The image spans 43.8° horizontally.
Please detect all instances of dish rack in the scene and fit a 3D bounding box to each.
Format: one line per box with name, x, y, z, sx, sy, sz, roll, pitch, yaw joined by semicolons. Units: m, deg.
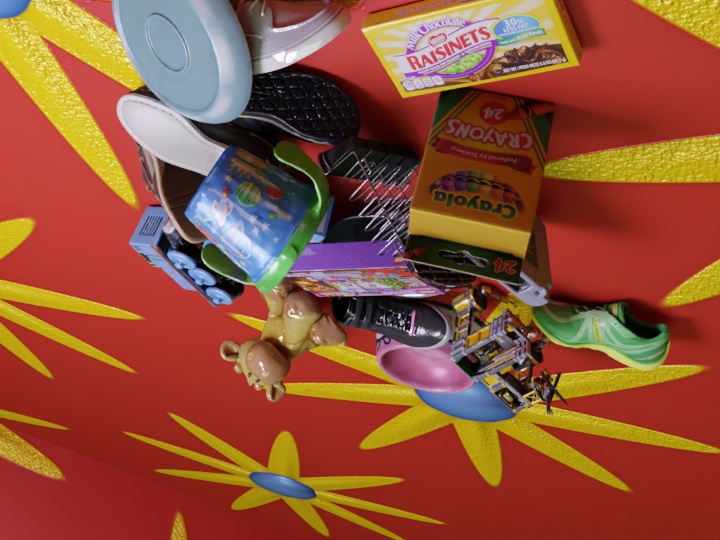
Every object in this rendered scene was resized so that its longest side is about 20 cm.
dish rack;0.050;-0.060;1.002;0.054;0.202;0.152;-39;157;31

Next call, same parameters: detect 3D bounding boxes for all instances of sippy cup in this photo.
sippy cup;-0.120;-0.066;1.006;0.130;0.179;0.140;35;-175;-12

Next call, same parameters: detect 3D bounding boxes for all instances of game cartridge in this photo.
game cartridge;0.151;-0.059;1.036;0.041;0.135;0.199;-25;133;36

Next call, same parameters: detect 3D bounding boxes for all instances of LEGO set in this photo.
LEGO set;0.221;0.101;1.265;0.115;0.154;0.200;-32;109;35

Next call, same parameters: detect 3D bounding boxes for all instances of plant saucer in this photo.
plant saucer;-0.193;-0.238;0.924;0.199;0.027;0.202;29;140;27
plant saucer;0.047;-0.031;1.239;0.198;0.039;0.202;13;151;7

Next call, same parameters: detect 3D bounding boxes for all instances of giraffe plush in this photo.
giraffe plush;-0.128;0.110;1.393;0.172;0.162;0.200;43;172;14

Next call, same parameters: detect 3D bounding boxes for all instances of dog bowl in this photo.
dog bowl;0.112;0.131;1.446;0.197;0.075;0.201;12;150;7

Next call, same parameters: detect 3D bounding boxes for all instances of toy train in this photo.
toy train;-0.257;-0.019;1.372;0.113;0.088;0.200;8;153;32

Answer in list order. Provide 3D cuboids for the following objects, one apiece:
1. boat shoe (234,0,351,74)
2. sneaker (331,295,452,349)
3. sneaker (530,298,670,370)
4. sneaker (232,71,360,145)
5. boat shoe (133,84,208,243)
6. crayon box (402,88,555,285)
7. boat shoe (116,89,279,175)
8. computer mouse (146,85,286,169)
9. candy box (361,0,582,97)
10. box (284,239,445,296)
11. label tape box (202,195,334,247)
boat shoe;-0.104;-0.247;0.909;0.198;0.070;0.072;-7;129;33
sneaker;0.037;0.071;1.316;0.198;0.072;0.098;16;-175;41
sneaker;0.337;0.071;1.252;0.197;0.074;0.084;17;126;6
sneaker;-0.094;-0.192;1.029;0.197;0.073;0.083;17;176;0
boat shoe;-0.236;-0.125;1.108;0.202;0.072;0.072;64;151;0
crayon box;0.124;-0.093;0.925;0.125;0.202;0.051;11;151;7
boat shoe;-0.189;-0.158;1.060;0.199;0.061;0.072;29;132;-13
computer mouse;-0.172;-0.186;1.096;0.199;0.034;0.058;36;138;-21
candy box;0.108;-0.228;0.882;0.198;0.027;0.102;-4;141;32
box;0.000;0.000;1.191;0.197;0.040;0.137;-2;164;27
label tape box;-0.131;-0.066;1.216;0.142;0.064;0.200;15;165;-13
